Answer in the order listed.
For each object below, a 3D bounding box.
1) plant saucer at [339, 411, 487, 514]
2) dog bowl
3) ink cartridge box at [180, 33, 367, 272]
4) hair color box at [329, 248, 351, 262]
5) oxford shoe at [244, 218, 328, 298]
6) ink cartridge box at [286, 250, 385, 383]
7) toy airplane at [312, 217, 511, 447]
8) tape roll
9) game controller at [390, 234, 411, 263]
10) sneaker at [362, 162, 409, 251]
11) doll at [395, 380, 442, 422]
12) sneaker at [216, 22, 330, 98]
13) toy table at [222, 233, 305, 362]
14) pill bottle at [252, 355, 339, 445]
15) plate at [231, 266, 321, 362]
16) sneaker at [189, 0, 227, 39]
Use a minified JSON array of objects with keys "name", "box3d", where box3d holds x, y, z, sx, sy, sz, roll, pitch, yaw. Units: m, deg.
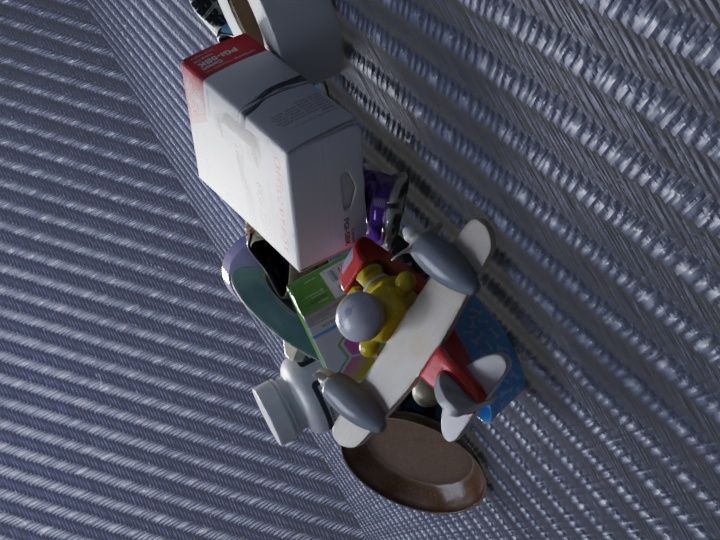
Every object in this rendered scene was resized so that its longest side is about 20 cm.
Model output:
[{"name":"plant saucer","box3d":[0.071,0.240,1.610,0.197,0.037,0.202,14,140,12]},{"name":"dog bowl","box3d":[0.099,0.062,1.259,0.201,0.049,0.112,54,166,44]},{"name":"ink cartridge box","box3d":[-0.086,-0.117,1.226,0.200,0.082,0.148,41,148,40]},{"name":"hair color box","box3d":[0.000,0.000,1.457,0.099,0.060,0.203,74,174,-78]},{"name":"oxford shoe","box3d":[-0.104,-0.063,1.446,0.070,0.073,0.202,-33,83,40]},{"name":"ink cartridge box","box3d":[0.005,0.076,1.328,0.060,0.103,0.202,55,171,48]},{"name":"toy airplane","box3d":[0.040,0.059,1.132,0.197,0.140,0.204,-7,76,49]},{"name":"tape roll","box3d":[-0.093,-0.281,1.290,0.204,0.070,0.203,59,169,18]},{"name":"game controller","box3d":[0.076,0.054,1.404,0.105,0.042,0.202,-104,-8,-71]},{"name":"sneaker","box3d":[-0.008,-0.072,1.285,0.200,0.082,0.082,-150,72,-70]},{"name":"doll","box3d":[0.060,0.192,1.629,0.135,0.049,0.201,28,141,-3]},{"name":"sneaker","box3d":[-0.097,-0.212,1.419,0.201,0.089,0.079,57,168,23]},{"name":"toy table","box3d":[-0.083,0.018,1.739,0.117,0.198,0.187,36,120,45]},{"name":"pill bottle","box3d":[-0.047,0.160,1.781,0.121,0.198,0.120,59,169,19]},{"name":"plate","box3d":[-0.064,0.049,1.486,0.198,0.026,0.201,32,-165,-9]},{"name":"sneaker","box3d":[-0.150,-0.293,1.525,0.202,0.077,0.086,61,172,13]}]
